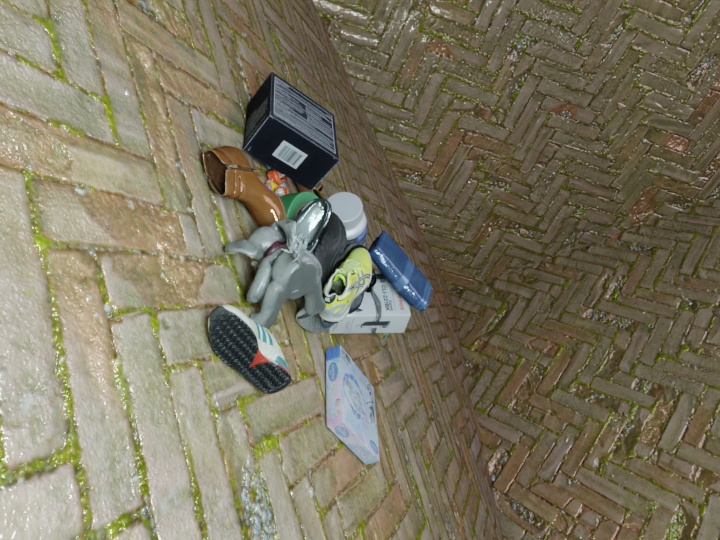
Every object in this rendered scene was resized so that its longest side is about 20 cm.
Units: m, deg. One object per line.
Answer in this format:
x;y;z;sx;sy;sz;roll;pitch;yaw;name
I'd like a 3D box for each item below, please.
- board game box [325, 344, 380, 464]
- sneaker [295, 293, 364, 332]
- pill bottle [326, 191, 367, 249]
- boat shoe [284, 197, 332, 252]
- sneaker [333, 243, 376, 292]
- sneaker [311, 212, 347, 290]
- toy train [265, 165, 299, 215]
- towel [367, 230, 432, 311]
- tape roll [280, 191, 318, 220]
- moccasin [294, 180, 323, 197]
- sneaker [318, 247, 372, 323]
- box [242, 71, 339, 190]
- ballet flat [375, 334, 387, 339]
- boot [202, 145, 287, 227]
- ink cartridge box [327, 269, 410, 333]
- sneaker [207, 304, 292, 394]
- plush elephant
-0.018;0.310;1.264;0.200;0.043;0.200;-95;159;-46;board game box
-0.079;0.077;1.251;0.199;0.087;0.075;-24;134;-48;sneaker
-0.039;-0.100;1.404;0.201;0.113;0.115;88;-7;-57;pill bottle
-0.127;-0.063;1.110;0.075;0.201;0.060;29;-3;-5;boat shoe
0.000;0.000;1.298;0.200;0.105;0.075;-45;151;-61;sneaker
-0.087;-0.046;1.190;0.091;0.075;0.202;43;50;-50;sneaker
-0.173;-0.169;1.324;0.150;0.055;0.201;-59;127;-71;toy train
0.095;0.005;1.336;0.200;0.048;0.112;49;29;-12;towel
-0.130;-0.075;1.236;0.200;0.048;0.202;8;81;-62;tape roll
-0.130;-0.223;1.507;0.074;0.077;0.203;-15;85;-75;moccasin
-0.024;0.019;1.150;0.077;0.075;0.201;95;17;-49;sneaker
-0.166;-0.333;1.322;0.199;0.123;0.199;28;38;-31;box
0.060;0.147;1.746;0.200;0.070;0.071;-76;143;-64;ballet flat
-0.229;-0.151;1.075;0.201;0.073;0.155;58;15;-1;boot
0.014;0.076;1.372;0.084;0.198;0.145;108;-21;-50;ink cartridge box
-0.187;0.117;0.903;0.200;0.070;0.094;56;2;-37;sneaker
-0.160;-0.013;1.018;0.155;0.164;0.201;38;-47;36;plush elephant
